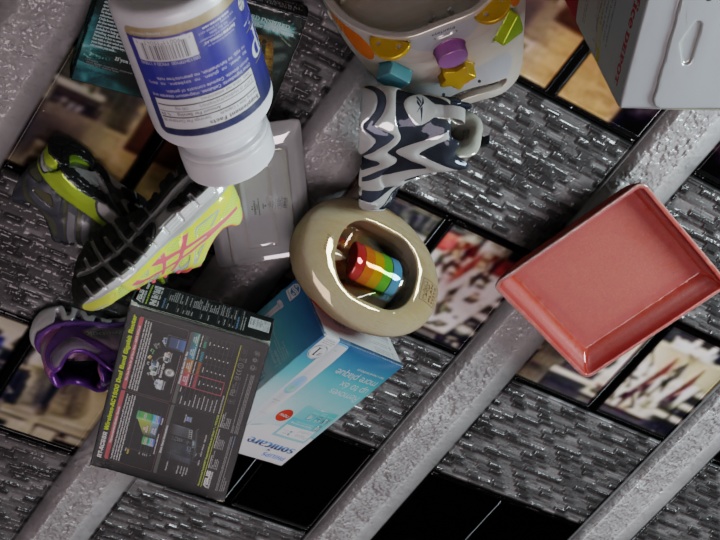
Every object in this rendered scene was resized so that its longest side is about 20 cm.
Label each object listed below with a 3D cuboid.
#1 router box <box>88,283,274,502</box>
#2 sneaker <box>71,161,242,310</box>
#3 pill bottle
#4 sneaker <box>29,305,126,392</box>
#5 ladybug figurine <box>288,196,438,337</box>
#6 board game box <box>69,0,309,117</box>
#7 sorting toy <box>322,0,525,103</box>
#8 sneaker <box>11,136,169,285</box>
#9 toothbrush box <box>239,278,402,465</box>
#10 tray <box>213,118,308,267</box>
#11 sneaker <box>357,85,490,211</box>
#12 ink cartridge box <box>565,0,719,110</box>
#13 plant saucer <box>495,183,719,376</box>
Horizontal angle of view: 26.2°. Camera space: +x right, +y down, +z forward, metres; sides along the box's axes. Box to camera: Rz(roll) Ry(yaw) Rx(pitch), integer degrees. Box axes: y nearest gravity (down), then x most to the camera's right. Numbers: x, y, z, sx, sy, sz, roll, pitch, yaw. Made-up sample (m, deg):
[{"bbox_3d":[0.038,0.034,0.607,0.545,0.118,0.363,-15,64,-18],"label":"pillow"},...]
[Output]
[{"bbox_3d":[-0.185,0.126,1.601,0.148,0.062,0.202,16,113,-5],"label":"router box"},{"bbox_3d":[-0.194,-0.020,1.520,0.199,0.078,0.091,-39,135,-3],"label":"sneaker"},{"bbox_3d":[-0.145,-0.182,1.408,0.118,0.120,0.202,-15,130,1],"label":"pill bottle"},{"bbox_3d":[-0.257,0.093,1.670,0.197,0.089,0.081,0,128,-13],"label":"sneaker"},{"bbox_3d":[0.000,0.000,1.633,0.199,0.137,0.072,29,156,-34],"label":"ladybug figurine"},{"bbox_3d":[-0.163,-0.218,1.472,0.198,0.028,0.136,14,125,-21],"label":"board game box"},{"bbox_3d":[0.086,-0.217,1.498,0.198,0.108,0.180,-20,149,5],"label":"sorting toy"},{"bbox_3d":[-0.268,-0.051,1.571,0.080,0.074,0.200,-27,124,25],"label":"sneaker"},{"bbox_3d":[-0.078,0.114,1.704,0.199,0.086,0.146,-39,144,21],"label":"toothbrush box"},{"bbox_3d":[-0.106,-0.071,1.590,0.106,0.022,0.201,-9,139,-4],"label":"tray"},{"bbox_3d":[0.062,-0.115,1.527,0.128,0.080,0.200,3,150,2],"label":"sneaker"},{"bbox_3d":[0.290,-0.259,1.417,0.143,0.201,0.147,0,130,-11],"label":"ink cartridge box"},{"bbox_3d":[0.278,0.006,1.731,0.199,0.037,0.199,-36,127,17],"label":"plant saucer"}]
